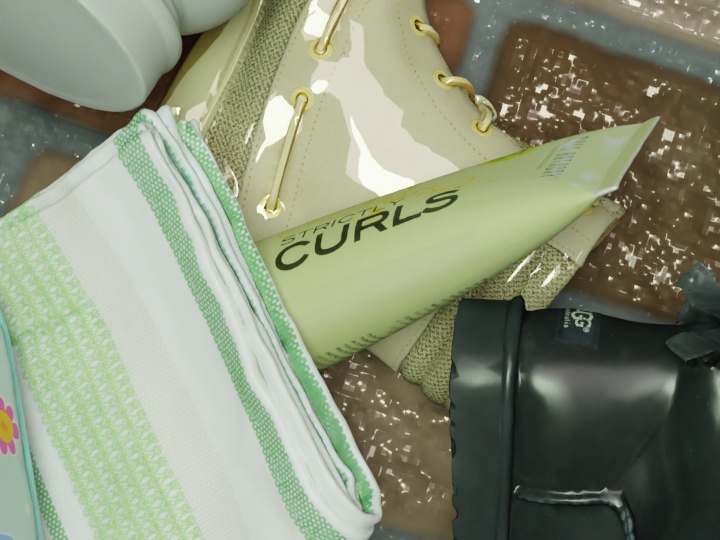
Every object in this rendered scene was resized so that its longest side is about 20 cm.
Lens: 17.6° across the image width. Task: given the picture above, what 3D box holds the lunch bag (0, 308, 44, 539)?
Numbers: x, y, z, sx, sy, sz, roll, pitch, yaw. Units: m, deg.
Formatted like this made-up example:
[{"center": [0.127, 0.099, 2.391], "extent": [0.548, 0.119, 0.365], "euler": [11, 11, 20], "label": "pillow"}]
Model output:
[{"center": [-0.154, 0.090, 0.661], "extent": [0.077, 0.160, 0.201], "euler": [-16, 76, 26], "label": "lunch bag"}]

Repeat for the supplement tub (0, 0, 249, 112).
[{"center": [-0.068, -0.165, 0.725], "extent": [0.144, 0.144, 0.201], "euler": [29, 75, 4], "label": "supplement tub"}]

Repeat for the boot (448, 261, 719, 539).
[{"center": [0.111, 0.091, 0.712], "extent": [0.161, 0.073, 0.199], "euler": [2, 116, 10], "label": "boot"}]

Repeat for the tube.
[{"center": [0.000, 0.000, 0.730], "extent": [0.199, 0.052, 0.058], "euler": [-23, 52, 24], "label": "tube"}]

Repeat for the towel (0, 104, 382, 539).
[{"center": [-0.102, 0.060, 0.734], "extent": [0.200, 0.031, 0.150], "euler": [-33, 77, 25], "label": "towel"}]

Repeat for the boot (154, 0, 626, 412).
[{"center": [0.027, -0.065, 0.796], "extent": [0.155, 0.073, 0.201], "euler": [30, 84, 5], "label": "boot"}]
